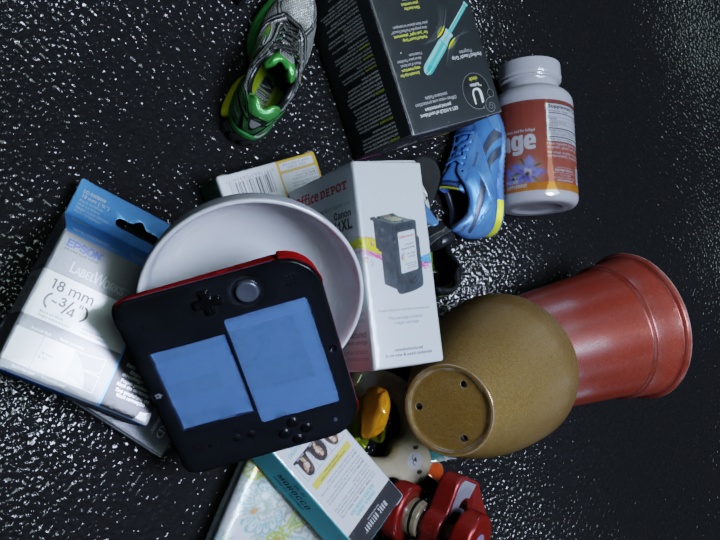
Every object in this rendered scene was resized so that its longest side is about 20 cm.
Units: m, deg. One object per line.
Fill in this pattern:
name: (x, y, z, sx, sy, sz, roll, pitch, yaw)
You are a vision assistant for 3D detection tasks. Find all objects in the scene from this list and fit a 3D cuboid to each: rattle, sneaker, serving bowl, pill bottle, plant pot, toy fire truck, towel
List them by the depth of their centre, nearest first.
serving bowl: (-0.102, 0.015, 0.702, 0.200, 0.066, 0.200, -7, 119, -12)
towel: (-0.084, 0.303, 0.811, 0.171, 0.048, 0.200, 31, 68, -22)
plant pot: (0.126, 0.130, 0.834, 0.200, 0.186, 0.187, -13, 90, -64)
sneaker: (-0.087, -0.236, 0.863, 0.078, 0.085, 0.200, 25, 69, -27)
rattle: (0.066, 0.192, 0.871, 0.200, 0.143, 0.130, 44, 48, -14)
toy fire truck: (0.090, 0.334, 0.874, 0.168, 0.112, 0.200, 41, 67, -55)
sneaker: (0.072, 0.017, 0.889, 0.071, 0.083, 0.200, -33, 145, -29)
sneaker: (0.052, -0.073, 0.929, 0.074, 0.088, 0.200, 49, 60, -16)
plant pot: (0.282, 0.092, 1.000, 0.195, 0.201, 0.201, -11, 89, -25)
sneaker: (0.143, -0.141, 1.007, 0.078, 0.066, 0.200, 5, 81, -35)
pill bottle: (0.235, -0.181, 1.045, 0.112, 0.112, 0.200, 3, 81, -32)

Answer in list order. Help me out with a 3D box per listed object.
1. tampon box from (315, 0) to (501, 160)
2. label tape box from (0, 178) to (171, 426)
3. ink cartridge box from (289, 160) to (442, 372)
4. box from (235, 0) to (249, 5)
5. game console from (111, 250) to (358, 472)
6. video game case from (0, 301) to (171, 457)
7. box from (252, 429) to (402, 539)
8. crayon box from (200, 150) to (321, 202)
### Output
tampon box: (0.052, -0.256, 0.930, 0.150, 0.126, 0.200, -20, 95, -33)
label tape box: (-0.234, 0.025, 0.722, 0.144, 0.063, 0.200, 30, 69, -27)
ink cartridge box: (0.000, 0.000, 0.787, 0.083, 0.146, 0.200, -4, 84, -31)
box: (-0.036, -0.384, 0.853, 0.200, 0.193, 0.048, -39, 103, -30)
game console: (-0.103, 0.086, 0.684, 0.177, 0.031, 0.200, -17, 120, -5)
video game case: (-0.239, 0.071, 0.760, 0.200, 0.019, 0.143, 41, 64, -22)
box: (-0.051, 0.194, 0.794, 0.200, 0.049, 0.082, 51, 51, -8)
crayon box: (-0.082, -0.019, 0.854, 0.126, 0.052, 0.200, -21, 94, -33)
